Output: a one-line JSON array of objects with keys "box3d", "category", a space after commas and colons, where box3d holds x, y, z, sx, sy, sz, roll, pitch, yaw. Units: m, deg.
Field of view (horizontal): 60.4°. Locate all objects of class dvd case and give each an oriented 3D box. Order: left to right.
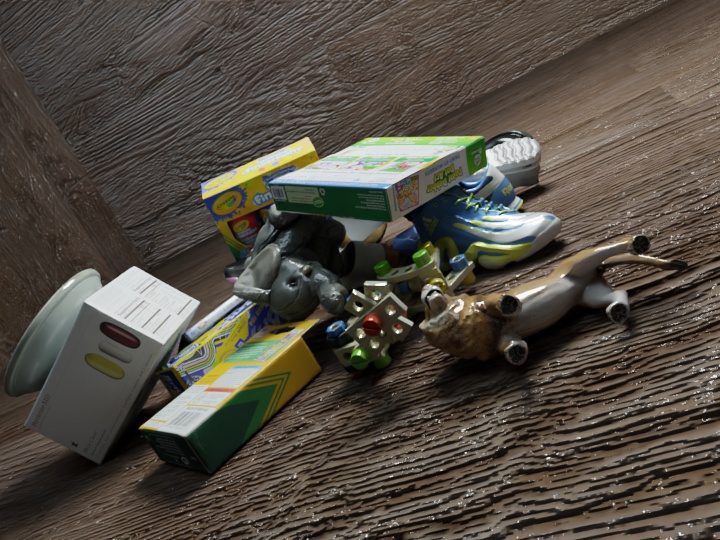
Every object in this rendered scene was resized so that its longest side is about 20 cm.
[{"box3d": [-0.203, 0.082, 0.955, 0.200, 0.018, 0.143, -41, -12, -39], "category": "dvd case"}]

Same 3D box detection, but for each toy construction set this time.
[{"box3d": [0.036, 0.040, 0.636, 0.131, 0.092, 0.200, -21, 5, 29], "category": "toy construction set"}]

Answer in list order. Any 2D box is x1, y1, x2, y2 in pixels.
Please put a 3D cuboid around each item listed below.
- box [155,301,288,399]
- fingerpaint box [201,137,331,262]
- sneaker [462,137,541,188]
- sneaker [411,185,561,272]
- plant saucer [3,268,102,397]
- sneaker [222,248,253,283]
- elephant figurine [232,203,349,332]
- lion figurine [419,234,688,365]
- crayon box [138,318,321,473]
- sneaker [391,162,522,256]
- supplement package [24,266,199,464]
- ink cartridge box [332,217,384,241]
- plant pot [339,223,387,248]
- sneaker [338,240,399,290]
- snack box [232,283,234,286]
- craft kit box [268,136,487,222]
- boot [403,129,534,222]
[{"box3d": [-0.175, 0.103, 0.850, 0.064, 0.070, 0.200, -20, 16, 47], "category": "box"}, {"box3d": [-0.144, -0.106, 1.058, 0.199, 0.167, 0.073, -24, 33, -3], "category": "fingerpaint box"}, {"box3d": [0.176, -0.134, 0.941, 0.199, 0.082, 0.075, -8, 46, 20], "category": "sneaker"}, {"box3d": [0.132, -0.058, 0.733, 0.200, 0.105, 0.076, -15, 19, 47], "category": "sneaker"}, {"box3d": [-0.411, 0.095, 0.868, 0.201, 0.050, 0.200, -59, 5, 8], "category": "plant saucer"}, {"box3d": [-0.139, -0.044, 1.021, 0.199, 0.096, 0.079, -22, 14, -4], "category": "sneaker"}, {"box3d": [-0.089, 0.013, 0.785, 0.141, 0.156, 0.200, 9, 42, -5], "category": "elephant figurine"}, {"box3d": [0.149, 0.025, 0.514, 0.199, 0.073, 0.122, -16, 0, -2], "category": "lion figurine"}, {"box3d": [-0.134, 0.135, 0.698, 0.126, 0.052, 0.200, -12, 23, 50], "category": "crayon box"}, {"box3d": [0.127, -0.084, 0.893, 0.199, 0.082, 0.074, -26, 16, 20], "category": "sneaker"}, {"box3d": [-0.330, 0.122, 0.838, 0.200, 0.111, 0.156, -59, 6, 15], "category": "supplement package"}, {"box3d": [0.020, -0.123, 1.005, 0.116, 0.067, 0.200, -40, 11, 12], "category": "ink cartridge box"}, {"box3d": [-0.044, -0.055, 1.106, 0.199, 0.028, 0.200, -15, 33, 10], "category": "plant pot"}, {"box3d": [0.000, 0.000, 0.927, 0.084, 0.073, 0.200, 3, -6, -18], "category": "sneaker"}, {"box3d": [-0.166, -0.008, 1.241, 0.168, 0.068, 0.200, -32, 13, -18], "category": "snack box"}, {"box3d": [0.022, -0.122, 0.779, 0.200, 0.049, 0.197, 11, 35, 43], "category": "craft kit box"}, {"box3d": [0.178, -0.148, 1.024, 0.211, 0.080, 0.158, -24, 11, 43], "category": "boot"}]
